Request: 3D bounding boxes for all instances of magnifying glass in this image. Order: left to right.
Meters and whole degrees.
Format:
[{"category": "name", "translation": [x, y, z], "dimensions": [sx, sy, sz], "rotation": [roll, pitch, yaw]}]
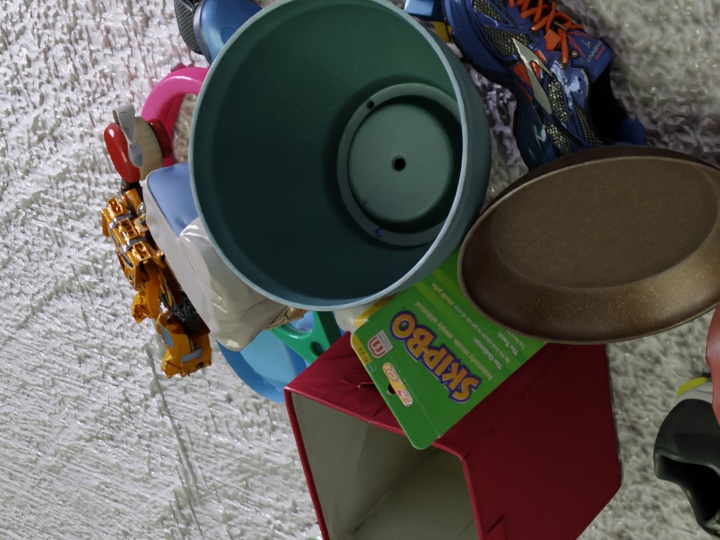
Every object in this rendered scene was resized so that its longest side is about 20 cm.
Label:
[{"category": "magnifying glass", "translation": [-0.025, 0.070, 1.349], "dimensions": [0.201, 0.022, 0.079], "rotation": [54, 144, -3]}]

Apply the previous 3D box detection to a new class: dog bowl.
[{"category": "dog bowl", "translation": [-0.043, 0.063, 1.420], "dimensions": [0.199, 0.050, 0.112], "rotation": [10, 129, 43]}]

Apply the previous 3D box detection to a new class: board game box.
[{"category": "board game box", "translation": [0.081, 0.027, 1.123], "dimensions": [0.096, 0.200, 0.030], "rotation": [58, 151, -13]}]

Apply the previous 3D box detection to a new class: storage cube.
[{"category": "storage cube", "translation": [0.075, 0.126, 1.238], "dimensions": [0.170, 0.180, 0.201], "rotation": [17, 133, 37]}]

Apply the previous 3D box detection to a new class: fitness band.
[{"category": "fitness band", "translation": [-0.125, -0.091, 1.379], "dimensions": [0.144, 0.037, 0.200], "rotation": [43, 145, 10]}]

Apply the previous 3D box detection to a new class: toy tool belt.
[{"category": "toy tool belt", "translation": [-0.090, -0.049, 1.196], "dimensions": [0.201, 0.122, 0.125], "rotation": [56, 160, 25]}]

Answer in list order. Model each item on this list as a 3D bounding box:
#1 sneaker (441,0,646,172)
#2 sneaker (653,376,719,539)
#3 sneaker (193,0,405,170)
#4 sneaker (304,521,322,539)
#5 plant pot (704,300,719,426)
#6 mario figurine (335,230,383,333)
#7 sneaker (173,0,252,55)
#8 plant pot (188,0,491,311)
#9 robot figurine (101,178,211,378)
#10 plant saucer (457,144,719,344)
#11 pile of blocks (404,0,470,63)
[{"category": "sneaker", "translation": [0.122, -0.140, 1.051], "dimensions": [0.078, 0.075, 0.201], "rotation": [-14, 119, 41]}, {"category": "sneaker", "translation": [0.278, 0.170, 1.140], "dimensions": [0.200, 0.085, 0.075], "rotation": [44, 145, 8]}, {"category": "sneaker", "translation": [-0.033, -0.132, 1.194], "dimensions": [0.200, 0.066, 0.078], "rotation": [44, 153, -20]}, {"category": "sneaker", "translation": [-0.058, 0.331, 1.646], "dimensions": [0.077, 0.089, 0.201], "rotation": [34, 142, 20]}, {"category": "plant pot", "translation": [0.308, 0.044, 0.918], "dimensions": [0.201, 0.200, 0.195], "rotation": [54, 153, -6]}, {"category": "mario figurine", "translation": [0.000, 0.000, 1.252], "dimensions": [0.198, 0.123, 0.107], "rotation": [2, 83, 31]}, {"category": "sneaker", "translation": [-0.131, -0.225, 1.199], "dimensions": [0.076, 0.114, 0.200], "rotation": [42, 146, 18]}, {"category": "plant pot", "translation": [0.005, -0.075, 1.086], "dimensions": [0.199, 0.134, 0.202], "rotation": [0, 89, 26]}, {"category": "robot figurine", "translation": [-0.180, 0.006, 1.463], "dimensions": [0.145, 0.058, 0.201], "rotation": [55, 165, 32]}, {"category": "plant saucer", "translation": [0.159, -0.021, 1.060], "dimensions": [0.198, 0.037, 0.201], "rotation": [-3, 144, -2]}, {"category": "pile of blocks", "translation": [0.029, -0.219, 1.058], "dimensions": [0.062, 0.082, 0.201], "rotation": [14, 132, 39]}]
